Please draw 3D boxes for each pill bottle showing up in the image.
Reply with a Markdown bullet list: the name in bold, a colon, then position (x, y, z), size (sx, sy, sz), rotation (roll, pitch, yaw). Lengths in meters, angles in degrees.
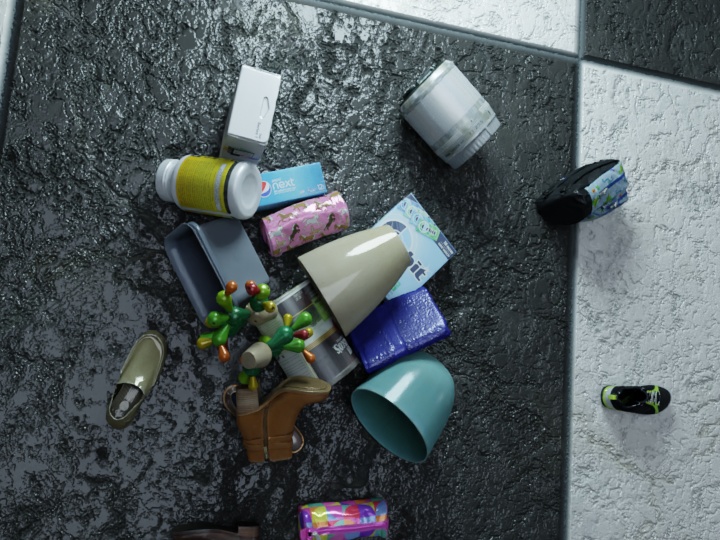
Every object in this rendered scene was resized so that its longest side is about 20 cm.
- **pill bottle**: position (-0.305, -0.170, 1.501), size (0.195, 0.112, 0.115), rotation (9, 78, 21)

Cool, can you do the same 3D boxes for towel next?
- **towel**: position (0.076, 0.127, 1.577), size (0.196, 0.050, 0.149), rotation (-24, 46, -4)

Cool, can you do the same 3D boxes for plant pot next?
- **plant pot**: position (0.000, 0.000, 1.547), size (0.198, 0.187, 0.190), rotation (-33, 93, -6)
- **plant pot**: position (0.103, 0.266, 1.566), size (0.201, 0.200, 0.161), rotation (48, 60, -5)

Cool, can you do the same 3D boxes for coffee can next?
- **coffee can**: position (-0.114, 0.141, 1.536), size (0.145, 0.146, 0.202), rotation (-33, 93, -17)

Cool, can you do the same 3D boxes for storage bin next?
- **storage bin**: position (-0.285, -0.007, 1.522), size (0.133, 0.144, 0.203), rotation (-28, 91, -45)

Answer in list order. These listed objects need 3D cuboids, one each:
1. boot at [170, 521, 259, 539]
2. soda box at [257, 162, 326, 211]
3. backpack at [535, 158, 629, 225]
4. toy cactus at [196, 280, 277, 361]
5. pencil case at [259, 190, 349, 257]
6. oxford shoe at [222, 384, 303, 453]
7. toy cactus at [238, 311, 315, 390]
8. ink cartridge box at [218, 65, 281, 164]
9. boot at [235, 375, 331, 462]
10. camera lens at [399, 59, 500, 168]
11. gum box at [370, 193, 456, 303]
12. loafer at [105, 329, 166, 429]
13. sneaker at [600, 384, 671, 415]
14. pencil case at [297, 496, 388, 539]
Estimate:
- **boot**: position (-0.287, 0.603, 1.476), size (0.182, 0.064, 0.206), rotation (5, 86, -13)
- **soda box**: position (-0.176, -0.173, 1.601), size (0.195, 0.064, 0.070), rotation (-13, 86, -18)
- **backpack**: position (0.542, -0.186, 1.778), size (0.200, 0.162, 0.155), rotation (-46, 105, -23)
- **toy cactus**: position (-0.209, 0.087, 1.382), size (0.103, 0.201, 0.164), rotation (51, 29, 21)
- **pencil case**: position (-0.117, -0.100, 1.600), size (0.196, 0.087, 0.084), rotation (-23, 70, -17)
- **oxford shoe**: position (-0.196, 0.309, 1.529), size (0.198, 0.073, 0.072), rotation (36, 75, -9)
- **toy cactus**: position (-0.169, 0.158, 1.390), size (0.198, 0.165, 0.104), rotation (-32, 85, 19)
- **ink cartridge box**: position (-0.229, -0.305, 1.531), size (0.082, 0.200, 0.149), rotation (13, 79, -14)
- **boot**: position (-0.143, 0.292, 1.459), size (0.195, 0.074, 0.159), rotation (-5, 101, 13)
- **camera lens**: position (0.196, -0.352, 1.684), size (0.200, 0.160, 0.160), rotation (46, 74, -6)
- **gum box**: position (0.090, -0.040, 1.672), size (0.199, 0.044, 0.171), rotation (-41, 95, -17)
- **loafer**: position (-0.436, 0.215, 1.473), size (0.075, 0.067, 0.204), rotation (22, 78, -12)
- **sneaker**: position (0.663, 0.308, 1.778), size (0.195, 0.083, 0.074), rotation (2, 83, -16)
- **pencil case**: position (-0.037, 0.518, 1.545), size (0.195, 0.088, 0.091), rotation (-3, 84, -17)
